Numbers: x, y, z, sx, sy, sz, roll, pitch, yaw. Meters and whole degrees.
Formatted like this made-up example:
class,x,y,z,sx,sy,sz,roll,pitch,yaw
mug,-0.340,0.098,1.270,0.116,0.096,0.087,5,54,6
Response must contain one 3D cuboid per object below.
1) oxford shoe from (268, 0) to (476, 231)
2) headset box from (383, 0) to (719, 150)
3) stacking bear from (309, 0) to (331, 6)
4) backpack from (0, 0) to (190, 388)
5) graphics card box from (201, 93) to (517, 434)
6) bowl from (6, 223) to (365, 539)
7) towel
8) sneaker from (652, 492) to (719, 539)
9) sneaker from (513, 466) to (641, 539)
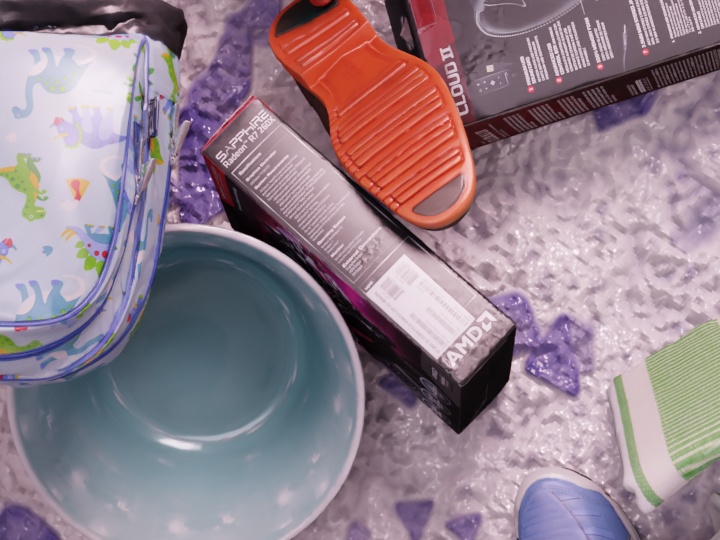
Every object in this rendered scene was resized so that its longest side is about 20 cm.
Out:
class,x,y,z,sx,sy,sz,roll,pitch,yaw
oxford shoe,0.016,-0.083,0.840,0.071,0.073,0.200,-32,48,2
headset box,0.110,-0.166,0.851,0.199,0.077,0.150,-18,82,16
stacking bear,-0.060,-0.249,0.872,0.122,0.113,0.201,-49,62,36
backpack,-0.169,-0.041,0.740,0.162,0.154,0.201,4,95,-7
graphics card box,0.000,0.000,0.845,0.200,0.126,0.051,41,78,14
bowl,-0.097,0.061,0.864,0.199,0.105,0.202,0,104,-1
towel,0.219,0.040,0.766,0.200,0.153,0.023,-34,99,14
sneaker,0.167,0.199,0.783,0.093,0.071,0.200,37,60,22
sneaker,0.130,0.207,0.821,0.075,0.077,0.201,-18,80,16
